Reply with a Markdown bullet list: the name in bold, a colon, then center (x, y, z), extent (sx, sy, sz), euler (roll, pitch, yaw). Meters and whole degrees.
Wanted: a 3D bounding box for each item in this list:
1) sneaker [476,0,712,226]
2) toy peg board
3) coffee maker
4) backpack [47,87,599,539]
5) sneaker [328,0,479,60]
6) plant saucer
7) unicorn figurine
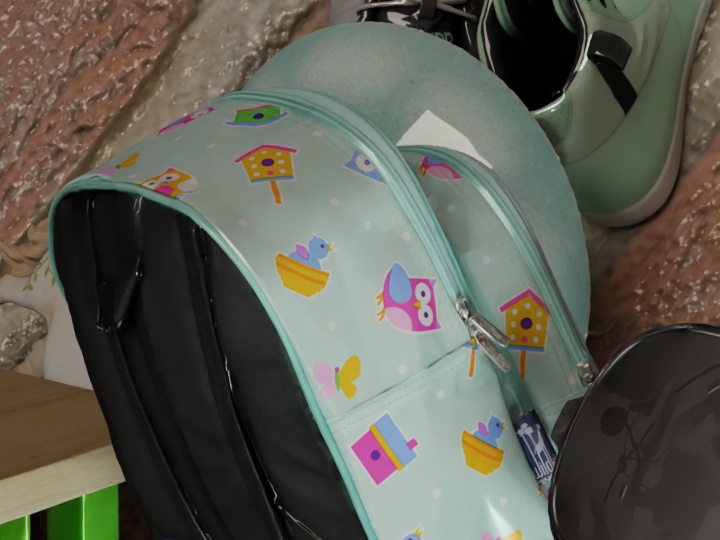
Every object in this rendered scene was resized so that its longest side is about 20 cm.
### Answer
- **sneaker**: center (0.099, -0.132, 1.009), extent (0.074, 0.118, 0.201), euler (-6, 66, 26)
- **toy peg board**: center (-0.204, 0.106, 0.966), extent (0.199, 0.200, 0.098), euler (10, 104, 34)
- **coffee maker**: center (0.184, 0.101, 0.817), extent (0.192, 0.200, 0.135), euler (-6, 67, 25)
- **backpack**: center (-0.015, 0.030, 0.858), extent (0.153, 0.200, 0.176), euler (-39, 20, -23)
- **sneaker**: center (0.029, -0.122, 1.006), extent (0.078, 0.200, 0.140), euler (4, 63, -7)
- **plant saucer**: center (0.000, 0.000, 0.988), extent (0.201, 0.039, 0.201), euler (10, 107, 35)
- **unicorn figurine**: center (-0.114, 0.054, 1.059), extent (0.137, 0.074, 0.200), euler (-32, 73, 31)
